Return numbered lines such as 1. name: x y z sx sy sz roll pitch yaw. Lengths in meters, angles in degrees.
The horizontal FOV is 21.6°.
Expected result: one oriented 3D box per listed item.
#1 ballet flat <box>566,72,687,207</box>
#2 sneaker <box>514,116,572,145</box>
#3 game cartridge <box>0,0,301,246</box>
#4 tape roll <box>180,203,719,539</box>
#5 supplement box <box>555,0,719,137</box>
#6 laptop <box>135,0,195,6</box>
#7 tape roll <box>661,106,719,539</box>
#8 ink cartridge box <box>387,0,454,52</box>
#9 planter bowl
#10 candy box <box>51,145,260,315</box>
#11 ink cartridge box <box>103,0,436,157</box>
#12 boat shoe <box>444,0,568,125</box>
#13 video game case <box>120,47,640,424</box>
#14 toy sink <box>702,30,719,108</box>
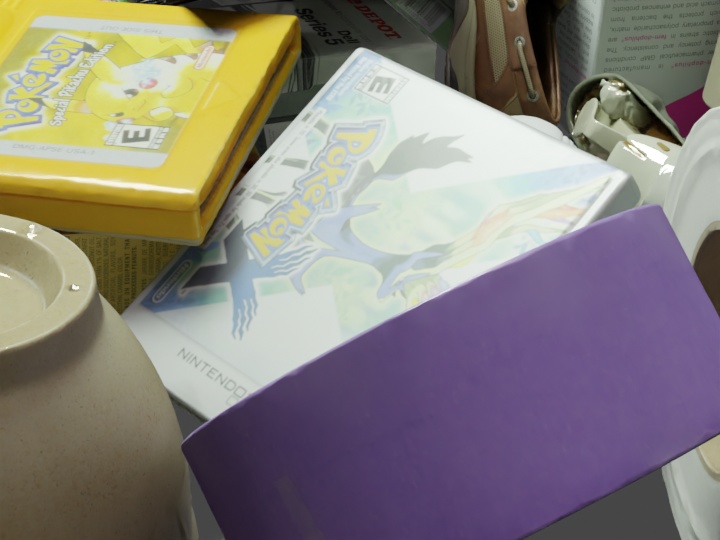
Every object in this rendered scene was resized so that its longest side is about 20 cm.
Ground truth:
1. ballet flat: 0.156 -0.057 1.058 0.064 0.067 0.200 28 17 -20
2. sneaker: 0.064 -0.019 0.955 0.114 0.076 0.200 -5 32 -21
3. game cartridge: -0.149 -0.085 0.964 0.200 0.032 0.176 8 40 12
4. tape roll: 0.041 0.057 0.700 0.200 0.200 0.085 -23 82 -39
5. supplement box: 0.173 -0.188 1.169 0.101 0.200 0.103 -6 29 -20
6. laptop: -0.056 -0.233 1.082 0.187 0.116 0.200 -25 12 -19
7. tape roll: 0.177 0.032 0.763 0.071 0.202 0.202 0 29 -6
8. ink cartridge box: 0.001 -0.219 1.238 0.200 0.048 0.146 47 9 29
9. planter bowl: -0.162 0.060 0.740 0.200 0.135 0.200 3 29 -2
10. candy box: -0.147 -0.024 0.979 0.200 0.056 0.117 -2 29 -14
11. ink cartridge box: -0.074 -0.113 1.120 0.200 0.084 0.146 -9 31 -22
12. boat shoe: 0.096 -0.175 1.147 0.072 0.200 0.076 -1 -1 27
13. video game case: 0.000 0.000 0.873 0.182 0.022 0.200 30 73 39
14. toy sink: 0.290 -0.133 1.132 0.130 0.112 0.200 20 14 27
